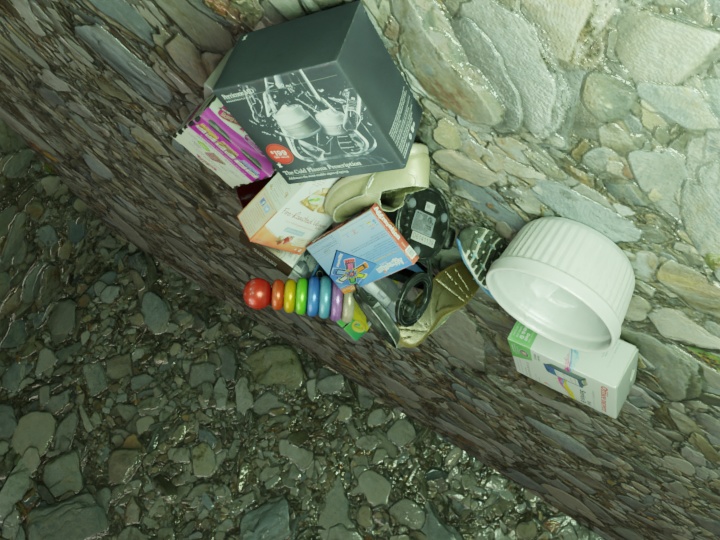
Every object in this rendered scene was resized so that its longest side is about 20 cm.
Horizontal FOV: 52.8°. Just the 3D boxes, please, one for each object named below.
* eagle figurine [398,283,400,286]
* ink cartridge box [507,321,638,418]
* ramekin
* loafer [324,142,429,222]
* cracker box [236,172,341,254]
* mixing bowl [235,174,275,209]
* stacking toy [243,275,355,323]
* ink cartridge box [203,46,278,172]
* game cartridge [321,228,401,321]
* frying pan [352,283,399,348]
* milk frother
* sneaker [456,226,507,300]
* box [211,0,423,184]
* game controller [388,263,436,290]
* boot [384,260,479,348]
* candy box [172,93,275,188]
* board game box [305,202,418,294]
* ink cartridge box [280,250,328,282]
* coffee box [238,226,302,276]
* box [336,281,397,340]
[{"bbox_3d":[-0.022,0.014,1.537,0.151,0.152,0.200,37,175,28],"label":"eagle figurine"},{"bbox_3d":[0.366,0.153,1.251,0.197,0.088,0.146,23,160,29],"label":"ink cartridge box"},{"bbox_3d":[0.285,0.016,1.014,0.198,0.106,0.201,32,163,11],"label":"ramekin"},{"bbox_3d":[0.023,-0.115,1.065,0.075,0.070,0.199,1,156,-47],"label":"loafer"},{"bbox_3d":[-0.078,-0.117,1.130,0.133,0.200,0.058,14,-143,-57],"label":"cracker box"},{"bbox_3d":[-0.150,-0.114,1.441,0.202,0.107,0.200,59,-175,-9],"label":"mixing bowl"},{"bbox_3d":[-0.109,0.044,1.282,0.195,0.087,0.085,4,165,-6],"label":"stacking toy"},{"bbox_3d":[-0.152,-0.245,1.174,0.199,0.088,0.145,38,164,-4],"label":"ink cartridge box"},{"bbox_3d":[0.000,0.000,1.283,0.200,0.038,0.130,44,-163,-7],"label":"game cartridge"},{"bbox_3d":[0.013,0.053,1.166,0.115,0.031,0.191,42,166,48],"label":"frying pan"},{"bbox_3d":[0.042,-0.033,1.193,0.180,0.202,0.187,40,164,-35],"label":"milk frother"},{"bbox_3d":[0.206,0.002,1.187,0.089,0.079,0.200,19,158,51],"label":"sneaker"},{"bbox_3d":[-0.051,-0.216,0.924,0.197,0.106,0.183,-3,144,34],"label":"box"},{"bbox_3d":[0.077,-0.009,1.354,0.198,0.042,0.105,20,-152,-49],"label":"game controller"},{"bbox_3d":[0.127,0.066,1.322,0.072,0.200,0.155,46,168,2],"label":"boot"},{"bbox_3d":[-0.207,-0.202,1.138,0.136,0.062,0.199,41,163,-22],"label":"candy box"},{"bbox_3d":[-0.002,-0.028,1.111,0.103,0.019,0.199,51,146,-10],"label":"board game box"},{"bbox_3d":[-0.066,-0.052,1.377,0.099,0.202,0.039,37,148,-20],"label":"ink cartridge box"},{"bbox_3d":[-0.115,-0.109,1.281,0.113,0.202,0.080,34,164,-4],"label":"coffee box"},{"bbox_3d":[0.011,0.025,1.413,0.048,0.202,0.118,16,157,44],"label":"box"}]
